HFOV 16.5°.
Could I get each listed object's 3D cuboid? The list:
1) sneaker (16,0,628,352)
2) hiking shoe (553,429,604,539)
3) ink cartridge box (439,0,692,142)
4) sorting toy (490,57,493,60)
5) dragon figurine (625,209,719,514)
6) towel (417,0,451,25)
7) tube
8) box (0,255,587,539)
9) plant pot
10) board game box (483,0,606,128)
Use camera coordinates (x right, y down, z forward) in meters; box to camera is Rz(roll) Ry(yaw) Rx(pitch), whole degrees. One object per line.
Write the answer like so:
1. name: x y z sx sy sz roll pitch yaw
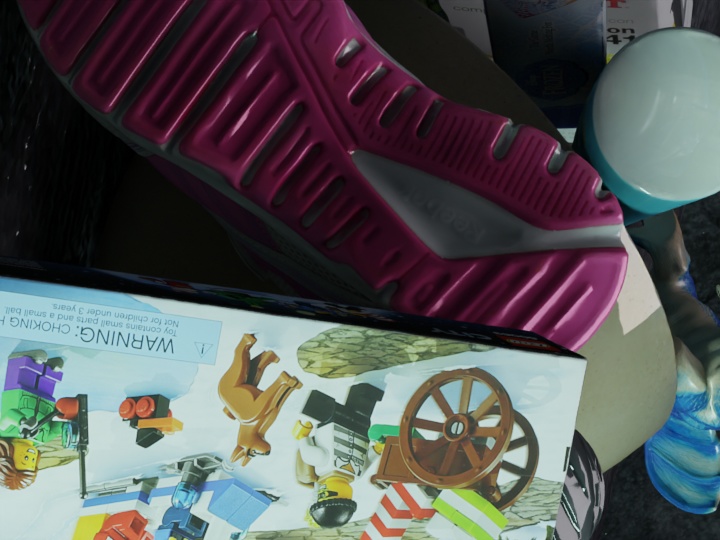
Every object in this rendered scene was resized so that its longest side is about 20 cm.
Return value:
1. sneaker: -0.019 -0.036 0.693 0.081 0.200 0.088 -45 172 -14
2. hiking shoe: -0.030 0.057 0.693 0.101 0.199 0.076 -41 127 -77
3. ink cartridge box: 0.070 -0.129 1.096 0.200 0.147 0.086 61 37 -71
4. sorting toy: 0.000 0.000 1.034 0.185 0.036 0.201 11 94 -52
5. dragon figurine: 0.123 0.044 0.875 0.059 0.200 0.100 -33 125 -10
6. towel: 0.018 -0.106 0.894 0.200 0.023 0.144 -112 179 -76
7. tube: 0.092 -0.044 0.817 0.078 0.050 0.200 -59 180 -1
8. box: -0.054 0.071 0.590 0.038 0.199 0.137 -155 -106 -70
9. plant pot: -0.014 0.019 0.817 0.134 0.200 0.201 -39 153 -19
10. board game box: 0.060 -0.170 0.844 0.199 0.043 0.201 67 21 -77
